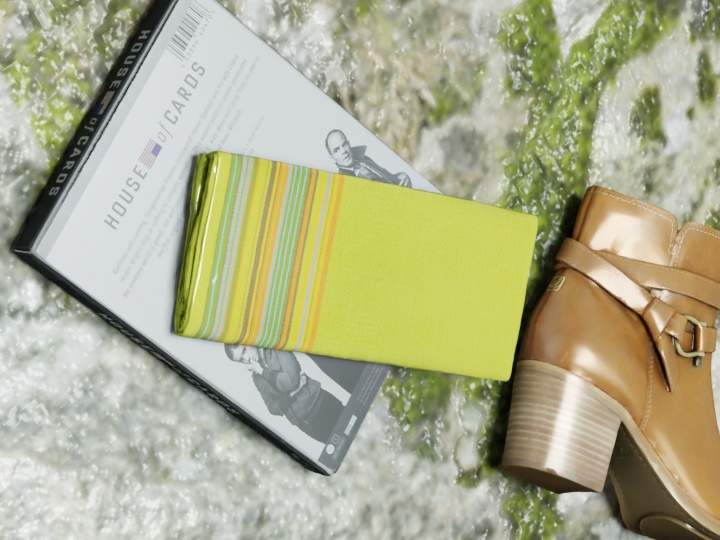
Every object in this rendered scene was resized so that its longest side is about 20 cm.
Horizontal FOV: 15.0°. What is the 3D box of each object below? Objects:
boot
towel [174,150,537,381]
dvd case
[{"bbox_3d":[0.164,0.057,1.420,0.199,0.077,0.156,24,75,-27],"label":"boot"},{"bbox_3d":[0.000,0.000,1.294,0.199,0.018,0.087,10,93,-38],"label":"towel"},{"bbox_3d":[-0.051,-0.018,1.279,0.200,0.025,0.151,39,71,-31],"label":"dvd case"}]
